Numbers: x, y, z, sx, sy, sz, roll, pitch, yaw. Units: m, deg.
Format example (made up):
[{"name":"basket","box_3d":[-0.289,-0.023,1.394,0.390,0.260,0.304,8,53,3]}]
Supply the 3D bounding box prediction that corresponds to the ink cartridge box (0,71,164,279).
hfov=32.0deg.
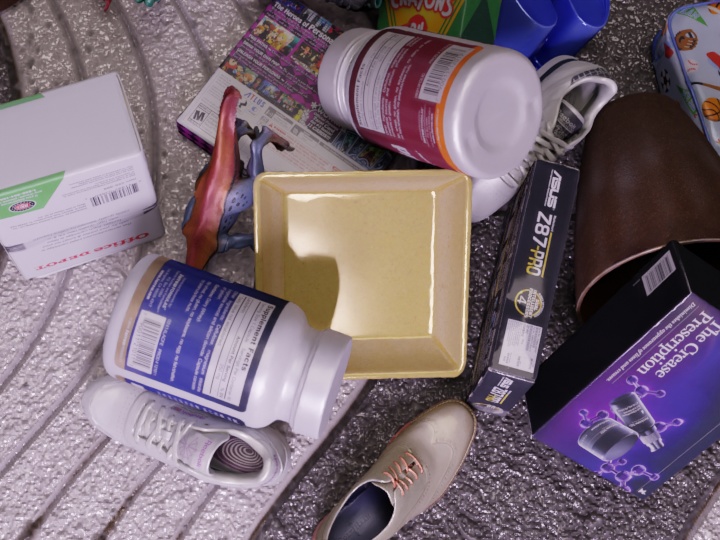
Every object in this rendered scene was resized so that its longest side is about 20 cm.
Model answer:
[{"name":"ink cartridge box","box_3d":[-0.263,-0.079,1.126,0.145,0.200,0.085,-18,73,-10]}]

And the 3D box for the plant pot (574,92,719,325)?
[{"name":"plant pot","box_3d":[0.280,-0.062,1.191,0.185,0.187,0.202,-2,58,-5]}]

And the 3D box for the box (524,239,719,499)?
[{"name":"box","box_3d":[0.261,0.092,1.100,0.140,0.200,0.079,28,32,-22]}]

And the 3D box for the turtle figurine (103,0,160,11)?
[{"name":"turtle figurine","box_3d":[-0.206,-0.331,1.257,0.198,0.101,0.151,-10,89,-23]}]

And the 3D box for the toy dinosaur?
[{"name":"toy dinosaur","box_3d":[-0.147,-0.058,1.159,0.105,0.200,0.182,27,78,32]}]

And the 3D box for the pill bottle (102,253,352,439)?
[{"name":"pill bottle","box_3d":[-0.114,0.070,1.097,0.198,0.116,0.117,20,73,5]}]

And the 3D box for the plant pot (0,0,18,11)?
[{"name":"plant pot","box_3d":[-0.402,-0.369,1.194,0.185,0.200,0.189,1,75,-4]}]

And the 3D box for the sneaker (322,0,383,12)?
[{"name":"sneaker","box_3d":[-0.024,-0.286,1.216,0.198,0.075,0.080,-10,99,25]}]

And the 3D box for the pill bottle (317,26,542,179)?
[{"name":"pill bottle","box_3d":[0.057,-0.158,1.136,0.199,0.114,0.114,23,67,46]}]

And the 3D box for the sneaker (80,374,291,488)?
[{"name":"sneaker","box_3d":[-0.157,0.140,1.120,0.198,0.100,0.076,19,90,2]}]

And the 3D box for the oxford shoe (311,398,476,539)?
[{"name":"oxford shoe","box_3d":[0.038,0.194,1.136,0.071,0.074,0.200,40,75,7]}]

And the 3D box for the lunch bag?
[{"name":"lunch bag","box_3d":[0.393,-0.180,1.275,0.159,0.076,0.202,-10,74,-10]}]

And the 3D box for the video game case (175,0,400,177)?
[{"name":"video game case","box_3d":[-0.052,-0.156,1.250,0.199,0.036,0.182,34,74,5]}]

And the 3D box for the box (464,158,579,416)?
[{"name":"box","box_3d":[0.145,0.020,1.150,0.049,0.161,0.202,14,72,-1]}]

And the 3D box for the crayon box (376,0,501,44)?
[{"name":"crayon box","box_3d":[0.083,-0.301,1.217,0.050,0.127,0.202,0,103,-40]}]

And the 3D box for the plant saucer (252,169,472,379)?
[{"name":"plant saucer","box_3d":[0.000,0.000,1.167,0.198,0.048,0.202,-1,108,-6]}]

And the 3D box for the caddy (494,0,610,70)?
[{"name":"caddy","box_3d":[0.164,-0.291,1.275,0.140,0.105,0.202,-5,73,-31]}]

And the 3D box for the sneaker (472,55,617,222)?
[{"name":"sneaker","box_3d":[0.162,-0.125,1.214,0.076,0.080,0.200,40,91,-31]}]
